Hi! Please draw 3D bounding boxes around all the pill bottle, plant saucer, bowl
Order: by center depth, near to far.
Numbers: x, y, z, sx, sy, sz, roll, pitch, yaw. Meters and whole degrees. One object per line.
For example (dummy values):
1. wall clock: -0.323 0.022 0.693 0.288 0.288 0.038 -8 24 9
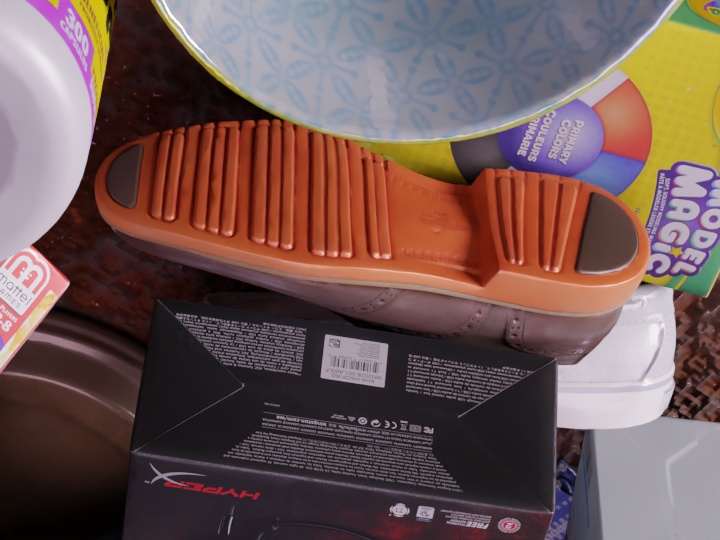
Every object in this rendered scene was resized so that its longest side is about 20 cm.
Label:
1. pill bottle: -0.127 -0.096 0.736 0.103 0.201 0.105 1 128 1
2. bowl: 0.013 -0.152 0.736 0.198 0.108 0.202 -4 115 -9
3. plant saucer: -0.152 0.099 0.996 0.198 0.030 0.201 1 128 1

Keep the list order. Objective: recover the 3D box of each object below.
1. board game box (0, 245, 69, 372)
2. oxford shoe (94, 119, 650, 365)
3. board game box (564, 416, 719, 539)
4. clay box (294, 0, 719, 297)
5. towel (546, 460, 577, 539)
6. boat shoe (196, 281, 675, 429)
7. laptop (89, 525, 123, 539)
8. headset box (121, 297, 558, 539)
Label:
1. board game box: -0.212 -0.050 0.813 0.200 0.151 0.046 46 73 -28
2. oxford shoe: 0.000 0.000 0.834 0.198 0.072 0.073 12 136 -6
3. board game box: 0.112 0.182 0.951 0.064 0.148 0.201 6 129 -2
4. clay box: 0.079 -0.061 0.852 0.198 0.048 0.115 14 128 -7
5. towel: 0.108 0.178 1.055 0.200 0.024 0.145 39 121 -22
6. boat shoe: 0.026 0.018 0.908 0.198 0.072 0.069 6 106 5
7. laptop: -0.118 0.158 1.016 0.199 0.116 0.188 13 133 29
8. headset box: -0.017 0.113 0.864 0.147 0.075 0.201 9 136 -3
